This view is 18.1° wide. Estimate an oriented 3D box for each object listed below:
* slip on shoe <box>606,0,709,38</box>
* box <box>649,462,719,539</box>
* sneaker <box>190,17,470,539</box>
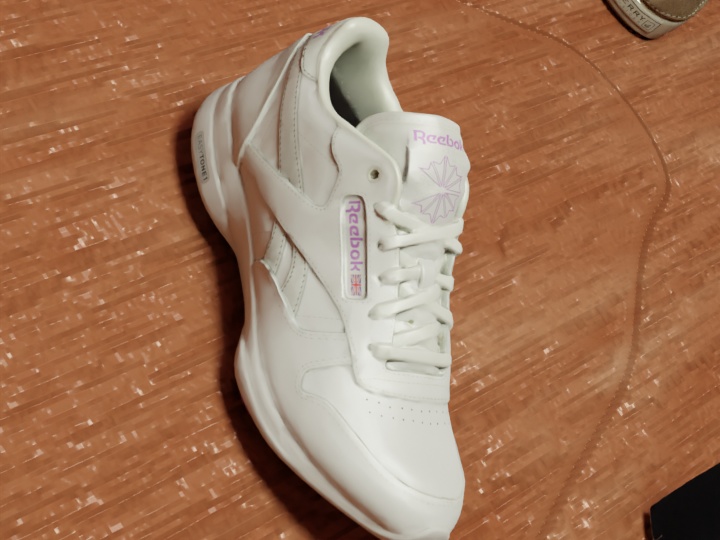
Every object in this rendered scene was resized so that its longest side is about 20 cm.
[{"bbox_3d":[0.180,-0.195,1.216,0.076,0.061,0.200,46,35,-8],"label":"slip on shoe"},{"bbox_3d":[0.223,0.169,0.908,0.200,0.104,0.148,32,39,-27],"label":"box"},{"bbox_3d":[0.000,0.000,0.809,0.075,0.100,0.200,8,56,-48],"label":"sneaker"}]
